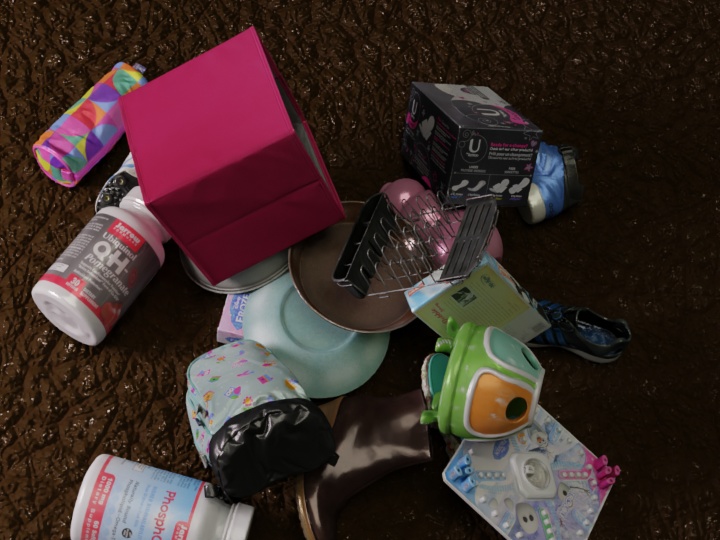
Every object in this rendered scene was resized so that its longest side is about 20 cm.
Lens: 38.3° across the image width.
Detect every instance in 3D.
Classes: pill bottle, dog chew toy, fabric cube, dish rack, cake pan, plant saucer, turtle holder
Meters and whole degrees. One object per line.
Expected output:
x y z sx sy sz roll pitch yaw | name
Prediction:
-0.327 -0.011 1.360 0.110 0.111 0.201 30 63 7 | pill bottle
0.103 -0.054 1.450 0.124 0.125 0.200 -39 67 -24 | dog chew toy
-0.230 0.293 1.220 0.197 0.109 0.110 15 61 -1 | pill bottle
-0.160 -0.140 1.314 0.197 0.201 0.198 -27 55 4 | fabric cube
0.073 -0.039 1.288 0.055 0.198 0.155 50 47 -33 | dish rack
-0.162 -0.064 1.412 0.197 0.037 0.203 -9 57 14 | cake pan
-0.055 0.065 1.358 0.197 0.039 0.204 4 63 -7 | plant saucer
0.000 0.000 1.362 0.197 0.035 0.203 7 58 -11 | plant saucer
0.155 0.141 1.272 0.130 0.186 0.143 12 81 12 | turtle holder

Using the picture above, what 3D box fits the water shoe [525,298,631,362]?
0.276 0.068 1.434 0.197 0.079 0.072 13 61 -2 | water shoe

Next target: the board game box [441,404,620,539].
0.223 0.256 1.310 0.200 0.026 0.200 42 46 1 | board game box

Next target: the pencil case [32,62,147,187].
-0.372 -0.209 1.472 0.088 0.089 0.201 34 65 9 | pencil case

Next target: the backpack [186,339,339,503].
-0.133 0.173 1.252 0.164 0.129 0.200 -12 23 -22 | backpack

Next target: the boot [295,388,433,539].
0.007 0.242 1.279 0.164 0.073 0.203 -10 54 13 | boot

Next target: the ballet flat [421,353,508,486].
0.122 0.207 1.345 0.075 0.064 0.202 -9 64 -36 | ballet flat

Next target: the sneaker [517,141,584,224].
0.264 -0.176 1.557 0.110 0.077 0.202 -19 71 -11 | sneaker

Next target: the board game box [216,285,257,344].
-0.077 0.024 1.421 0.196 0.041 0.203 13 62 -2 | board game box

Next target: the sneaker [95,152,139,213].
-0.303 -0.145 1.468 0.072 0.072 0.201 41 74 -19 | sneaker

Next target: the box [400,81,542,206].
0.153 -0.183 1.464 0.130 0.116 0.201 0 28 -18 | box

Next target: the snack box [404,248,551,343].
0.155 0.051 1.340 0.115 0.200 0.037 -34 49 15 | snack box
